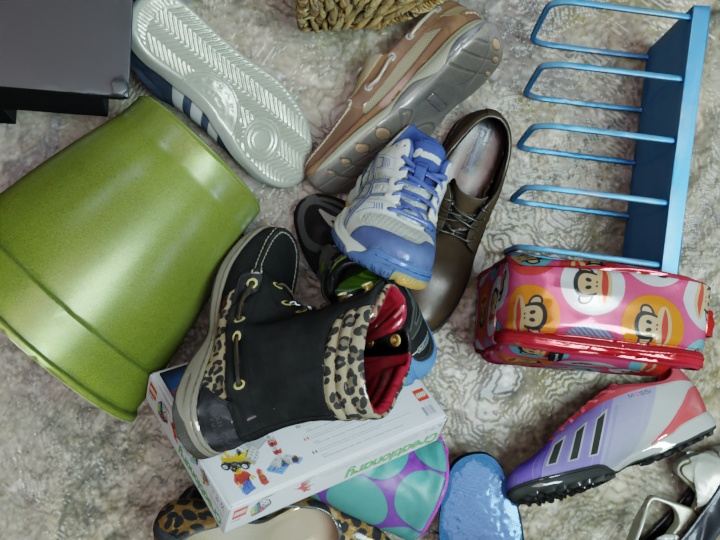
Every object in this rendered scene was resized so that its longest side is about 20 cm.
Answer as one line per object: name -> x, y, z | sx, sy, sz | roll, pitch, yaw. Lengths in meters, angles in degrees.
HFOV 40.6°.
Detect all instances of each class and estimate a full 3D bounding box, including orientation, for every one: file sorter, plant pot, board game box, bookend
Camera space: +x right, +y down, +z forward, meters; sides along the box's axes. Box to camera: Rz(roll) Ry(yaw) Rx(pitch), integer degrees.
file sorter -> 0.190, -0.100, 0.786 | 0.121, 0.139, 0.203 | 7, 89, 3
plant pot -> -0.185, -0.023, 0.757 | 0.200, 0.200, 0.193 | 42, 82, 0
board game box -> -0.046, 0.105, 0.744 | 0.198, 0.035, 0.127 | -15, 52, -34
bookend -> -0.279, -0.172, 0.767 | 0.198, 0.199, 0.093 | 3, 89, -12

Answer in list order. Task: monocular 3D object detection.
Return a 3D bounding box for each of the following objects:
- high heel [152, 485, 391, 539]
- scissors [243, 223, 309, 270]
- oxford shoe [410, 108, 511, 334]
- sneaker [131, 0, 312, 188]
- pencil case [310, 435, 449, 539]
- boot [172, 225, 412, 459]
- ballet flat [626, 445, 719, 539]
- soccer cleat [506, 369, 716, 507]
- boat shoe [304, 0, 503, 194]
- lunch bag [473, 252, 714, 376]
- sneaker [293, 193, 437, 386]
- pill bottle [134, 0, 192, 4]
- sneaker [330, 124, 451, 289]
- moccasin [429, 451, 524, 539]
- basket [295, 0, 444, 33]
high heel -> -0.063, 0.221, 0.773 | 0.198, 0.143, 0.072 | 12, 89, 0
scissors -> -0.128, -0.064, 0.840 | 0.198, 0.014, 0.074 | 19, 88, 1
oxford shoe -> 0.073, -0.041, 0.809 | 0.072, 0.084, 0.202 | 17, 91, -2
sneaker -> -0.122, -0.148, 0.814 | 0.200, 0.084, 0.075 | 47, 71, -27
pencil case -> -0.026, 0.143, 0.804 | 0.198, 0.085, 0.093 | 23, 85, 0
boot -> -0.037, 0.036, 0.681 | 0.149, 0.201, 0.073 | -12, 127, 28
ballet flat -> 0.278, 0.200, 0.816 | 0.073, 0.073, 0.201 | 39, 91, 0
soccer cleat -> 0.198, 0.135, 0.803 | 0.198, 0.068, 0.074 | -17, 71, -19
boat shoe -> 0.029, -0.145, 0.822 | 0.200, 0.076, 0.072 | -40, 61, 7
lunch bag -> 0.182, 0.038, 0.752 | 0.174, 0.200, 0.083 | 5, 84, 0
sneaker -> 0.000, 0.000, 0.778 | 0.070, 0.083, 0.200 | -30, 51, -1
pill bottle -> -0.169, -0.269, 0.750 | 0.107, 0.200, 0.110 | 0, 89, -1
sneaker -> 0.029, -0.057, 0.727 | 0.075, 0.200, 0.089 | 27, 109, -13
moccasin -> 0.102, 0.251, 0.814 | 0.079, 0.068, 0.203 | -5, 88, 7
basket -> 0.009, -0.301, 0.782 | 0.147, 0.143, 0.203 | -8, 87, -3
